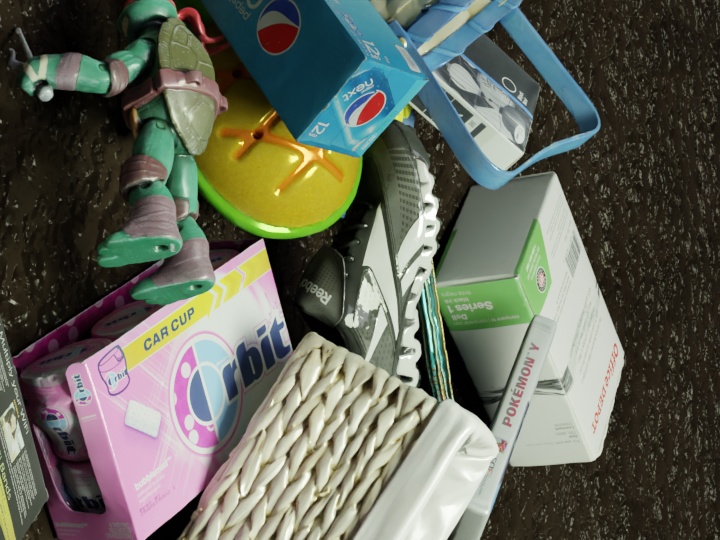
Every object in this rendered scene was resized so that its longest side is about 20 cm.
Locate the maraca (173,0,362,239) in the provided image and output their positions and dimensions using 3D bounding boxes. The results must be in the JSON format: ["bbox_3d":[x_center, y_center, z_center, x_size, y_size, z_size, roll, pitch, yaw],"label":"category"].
[{"bbox_3d":[-0.069,-0.115,1.095,0.136,0.107,0.202,-12,78,-35],"label":"maraca"}]

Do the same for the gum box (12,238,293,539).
[{"bbox_3d":[-0.121,0.071,1.023,0.200,0.066,0.115,-38,119,-53],"label":"gum box"}]

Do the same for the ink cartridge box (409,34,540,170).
[{"bbox_3d":[0.046,-0.165,1.244,0.199,0.039,0.100,38,37,-15],"label":"ink cartridge box"}]

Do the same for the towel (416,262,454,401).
[{"bbox_3d":[0.050,0.046,1.273,0.147,0.021,0.202,-101,-178,-80],"label":"towel"}]

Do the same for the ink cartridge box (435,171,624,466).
[{"bbox_3d":[0.144,0.044,1.419,0.201,0.084,0.147,65,31,-30],"label":"ink cartridge box"}]

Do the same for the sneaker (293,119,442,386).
[{"bbox_3d":[0.000,0.000,1.130,0.090,0.066,0.202,-3,105,-32],"label":"sneaker"}]

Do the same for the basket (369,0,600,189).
[{"bbox_3d":[0.066,-0.153,1.091,0.201,0.139,0.176,53,31,8],"label":"basket"}]

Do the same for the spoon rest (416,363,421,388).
[{"bbox_3d":[-0.011,0.096,1.201,0.200,0.060,0.100,-41,121,-52],"label":"spoon rest"}]

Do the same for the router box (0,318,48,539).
[{"bbox_3d":[-0.218,0.054,0.829,0.157,0.052,0.202,-72,151,-76],"label":"router box"}]

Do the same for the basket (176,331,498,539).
[{"bbox_3d":[-0.021,0.152,1.037,0.201,0.123,0.136,-58,164,-6],"label":"basket"}]

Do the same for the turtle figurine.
[{"bbox_3d":[-0.127,-0.090,0.970,0.149,0.100,0.202,28,45,-56],"label":"turtle figurine"}]

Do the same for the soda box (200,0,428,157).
[{"bbox_3d":[-0.047,-0.164,1.019,0.064,0.068,0.201,11,39,-52],"label":"soda box"}]

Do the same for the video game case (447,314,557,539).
[{"bbox_3d":[0.095,0.160,1.297,0.201,0.023,0.183,104,9,-52],"label":"video game case"}]

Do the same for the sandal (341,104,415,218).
[{"bbox_3d":[-0.005,-0.069,1.217,0.200,0.079,0.088,-44,126,-49],"label":"sandal"}]
